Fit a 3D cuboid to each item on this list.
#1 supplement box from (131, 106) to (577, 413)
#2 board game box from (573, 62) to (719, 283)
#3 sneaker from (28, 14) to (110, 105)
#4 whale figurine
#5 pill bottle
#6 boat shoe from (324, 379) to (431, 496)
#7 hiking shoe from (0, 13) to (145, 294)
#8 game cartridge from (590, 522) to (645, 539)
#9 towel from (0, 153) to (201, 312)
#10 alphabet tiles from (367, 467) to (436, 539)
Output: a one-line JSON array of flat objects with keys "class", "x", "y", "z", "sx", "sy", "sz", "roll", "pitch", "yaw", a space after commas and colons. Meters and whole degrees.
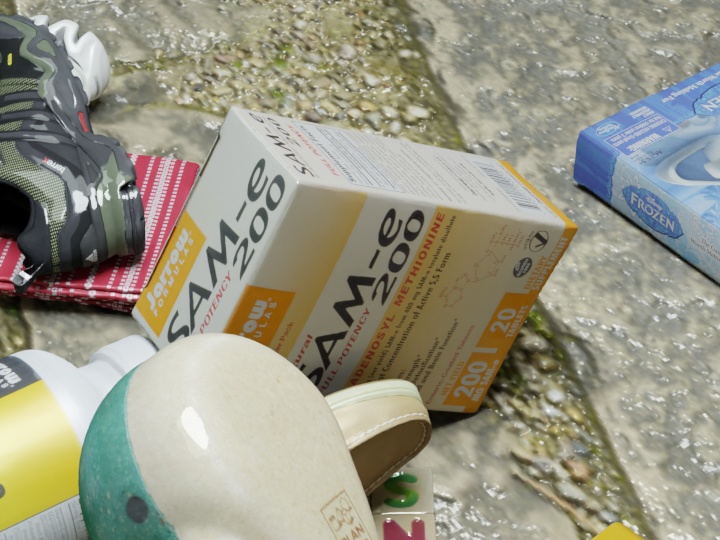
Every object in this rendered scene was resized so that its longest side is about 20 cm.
[{"class": "supplement box", "x": 0.000, "y": 0.000, "z": 1.053, "sx": 0.200, "sy": 0.126, "sz": 0.074, "roll": 7, "pitch": 29, "yaw": -41}, {"class": "board game box", "x": 0.270, "y": -0.059, "z": 1.247, "sx": 0.200, "sy": 0.043, "sz": 0.199, "roll": -27, "pitch": 48, "yaw": -28}, {"class": "sneaker", "x": -0.265, "y": -0.129, "z": 1.316, "sx": 0.199, "sy": 0.075, "sz": 0.081, "roll": 10, "pitch": 50, "yaw": 12}, {"class": "whale figurine", "x": -0.048, "y": 0.129, "z": 0.909, "sx": 0.104, "sy": 0.200, "sz": 0.159, "roll": -32, "pitch": 1, "yaw": 25}, {"class": "pill bottle", "x": -0.180, "y": 0.106, "z": 1.000, "sx": 0.200, "sy": 0.112, "sz": 0.112, "roll": -25, "pitch": 46, "yaw": -26}, {"class": "boat shoe", "x": -0.041, "y": 0.126, "z": 1.003, "sx": 0.200, "sy": 0.074, "sz": 0.066, "roll": -31, "pitch": 54, "yaw": -17}, {"class": "hiking shoe", "x": -0.206, "y": -0.075, "z": 1.200, "sx": 0.100, "sy": 0.076, "sz": 0.200, "roll": -22, "pitch": 53, "yaw": -23}, {"class": "game cartridge", "x": 0.134, "y": 0.217, "z": 0.930, "sx": 0.176, "sy": 0.033, "sz": 0.200, "roll": -32, "pitch": 48, "yaw": -32}, {"class": "towel", "x": -0.205, "y": -0.029, "z": 1.232, "sx": 0.199, "sy": 0.023, "sz": 0.145, "roll": 5, "pitch": 38, "yaw": 3}, {"class": "alphabet tiles", "x": -0.044, "y": 0.149, "z": 1.030, "sx": 0.166, "sy": 0.006, "sz": 0.200, "roll": 0, "pitch": 40, "yaw": -1}]
